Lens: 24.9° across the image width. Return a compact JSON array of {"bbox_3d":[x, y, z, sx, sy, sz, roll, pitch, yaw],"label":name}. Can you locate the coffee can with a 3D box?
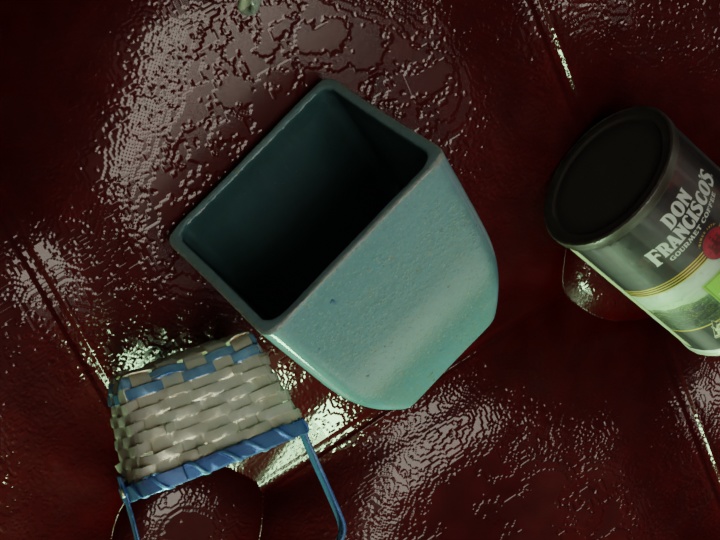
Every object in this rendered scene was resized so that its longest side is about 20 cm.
[{"bbox_3d":[0.286,-0.034,1.488,0.200,0.146,0.147,36,90,-30],"label":"coffee can"}]

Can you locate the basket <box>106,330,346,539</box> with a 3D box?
[{"bbox_3d":[-0.118,0.163,1.360,0.175,0.139,0.202,-16,82,-19],"label":"basket"}]

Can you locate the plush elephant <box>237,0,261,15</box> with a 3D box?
[{"bbox_3d":[-0.094,-0.288,1.217,0.199,0.155,0.166,12,118,-33],"label":"plush elephant"}]

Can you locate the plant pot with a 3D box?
[{"bbox_3d":[0.000,0.000,1.353,0.196,0.196,0.200,-45,129,-5],"label":"plant pot"}]
